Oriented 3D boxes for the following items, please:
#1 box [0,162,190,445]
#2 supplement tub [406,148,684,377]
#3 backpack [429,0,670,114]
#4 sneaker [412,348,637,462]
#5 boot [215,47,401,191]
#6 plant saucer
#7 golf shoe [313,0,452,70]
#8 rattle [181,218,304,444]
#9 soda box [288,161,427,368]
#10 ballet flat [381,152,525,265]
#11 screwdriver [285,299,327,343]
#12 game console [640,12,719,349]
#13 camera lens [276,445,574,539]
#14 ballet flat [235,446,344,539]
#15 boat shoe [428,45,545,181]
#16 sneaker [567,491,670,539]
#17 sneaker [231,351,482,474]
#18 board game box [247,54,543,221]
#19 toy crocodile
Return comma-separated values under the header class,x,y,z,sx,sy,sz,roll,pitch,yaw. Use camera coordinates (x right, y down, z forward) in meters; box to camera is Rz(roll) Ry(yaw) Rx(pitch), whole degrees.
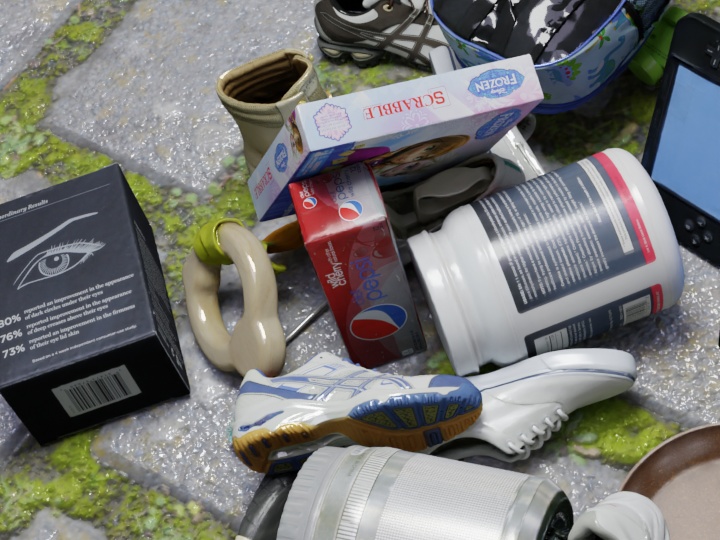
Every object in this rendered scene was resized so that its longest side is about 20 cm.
class,x,y,z,sx,sy,sz,roll,pitch,yaw
box,-0.248,0.028,1.470,0.147,0.105,0.201,-18,54,2
supplement tub,0.151,-0.004,1.369,0.199,0.141,0.141,-21,54,-1
backpack,0.172,-0.238,1.459,0.183,0.147,0.200,32,76,28
sneaker,0.129,0.117,1.344,0.199,0.073,0.071,-16,63,14
boot,-0.019,-0.129,1.486,0.199,0.156,0.073,0,56,14
plant saucer,0.286,0.209,1.256,0.199,0.035,0.201,-7,57,10
golf shoe,0.050,-0.243,1.586,0.199,0.095,0.078,-2,55,11
rattle,-0.068,0.052,1.446,0.130,0.142,0.201,-46,58,28
soda box,0.000,0.000,1.366,0.070,0.200,0.064,-17,54,1
ballet flat,0.044,-0.050,1.427,0.199,0.069,0.070,-25,53,12
screwdriver,-0.006,0.002,1.474,0.200,0.029,0.028,-41,57,-15
game console,0.275,-0.074,1.331,0.116,0.201,0.176,-26,49,-37
camera lens,0.053,0.218,1.231,0.199,0.160,0.161,9,59,20
ballet flat,-0.057,0.167,1.360,0.057,0.067,0.201,4,51,32
boat shoe,0.130,-0.131,1.501,0.086,0.075,0.203,-22,57,-1
sneaker,0.180,0.261,1.179,0.078,0.099,0.201,-20,77,34
sneaker,-0.005,0.096,1.314,0.199,0.076,0.089,-8,49,3
board game box,0.023,-0.105,1.361,0.198,0.200,0.041,-15,81,-17
toy crocodile,0.252,-0.218,1.542,0.200,0.062,0.068,35,85,28
